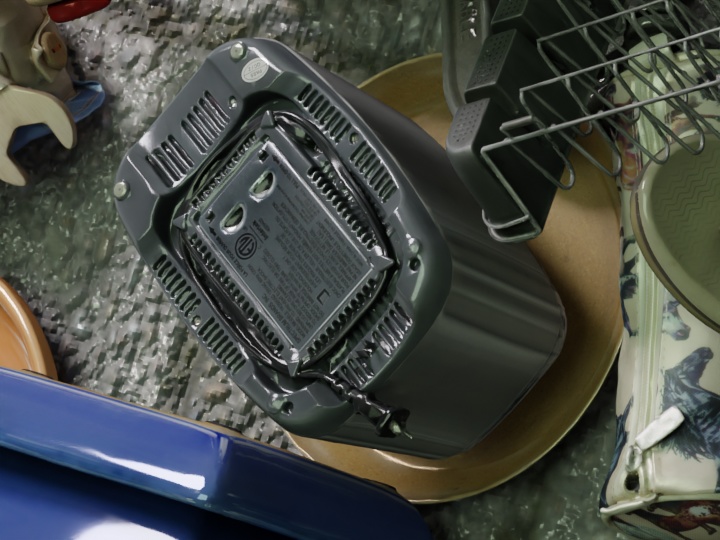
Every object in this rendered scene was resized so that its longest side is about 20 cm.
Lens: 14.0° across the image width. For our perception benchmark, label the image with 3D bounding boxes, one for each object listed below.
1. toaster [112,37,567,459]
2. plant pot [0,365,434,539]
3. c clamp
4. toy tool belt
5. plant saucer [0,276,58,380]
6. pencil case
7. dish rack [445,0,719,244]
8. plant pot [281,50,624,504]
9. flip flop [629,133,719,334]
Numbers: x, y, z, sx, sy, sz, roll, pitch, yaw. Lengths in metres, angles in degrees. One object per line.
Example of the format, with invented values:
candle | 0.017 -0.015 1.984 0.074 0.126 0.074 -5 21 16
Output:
toaster | 0.000 0.000 1.218 0.114 0.129 0.200 -50 57 15
plant pot | -0.093 0.151 1.234 0.200 0.200 0.180 13 83 38
c clamp | 0.101 -0.152 1.262 0.171 0.027 0.200 -12 61 32
toy tool belt | -0.181 -0.086 1.415 0.200 0.125 0.123 -14 103 33
plant saucer | -0.220 0.088 1.432 0.200 0.037 0.201 -8 76 32
pencil case | 0.135 0.010 1.184 0.078 0.089 0.201 -7 75 30
dish rack | 0.127 -0.100 1.119 0.200 0.055 0.154 -15 43 42
plant pot | 0.038 0.004 1.287 0.200 0.027 0.201 -8 76 32
flip flop | 0.193 0.013 1.118 0.200 0.058 0.081 40 66 10
